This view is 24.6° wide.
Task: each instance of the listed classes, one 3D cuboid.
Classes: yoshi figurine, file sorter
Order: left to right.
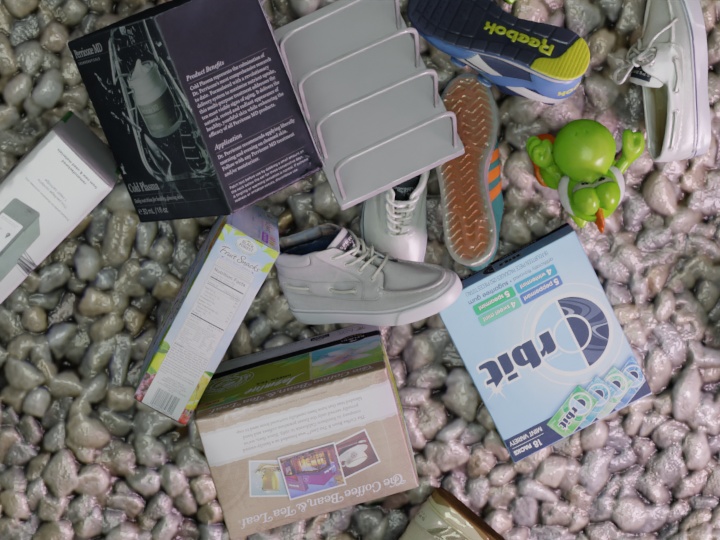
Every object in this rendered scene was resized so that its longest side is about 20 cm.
[{"bbox_3d":[-0.002,-0.192,1.616,0.137,0.125,0.202,-24,75,-2],"label":"file sorter"},{"bbox_3d":[0.222,-0.113,1.647,0.112,0.200,0.113,39,99,-10],"label":"yoshi figurine"}]

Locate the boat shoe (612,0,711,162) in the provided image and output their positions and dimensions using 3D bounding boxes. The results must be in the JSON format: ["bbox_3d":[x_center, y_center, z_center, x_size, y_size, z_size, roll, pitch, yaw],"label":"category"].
[{"bbox_3d":[0.302,-0.208,1.692,0.085,0.075,0.204,-14,110,-17],"label":"boat shoe"}]

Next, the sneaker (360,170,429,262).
[{"bbox_3d":[0.036,-0.073,1.713,0.072,0.071,0.203,-1,103,-2],"label":"sneaker"}]

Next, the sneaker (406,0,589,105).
[{"bbox_3d":[0.135,-0.224,1.681,0.198,0.082,0.074,28,69,14],"label":"sneaker"}]

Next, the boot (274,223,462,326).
[{"bbox_3d":[0.000,0.000,1.688,0.198,0.074,0.096,-6,126,26],"label":"boot"}]

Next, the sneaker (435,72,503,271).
[{"bbox_3d":[0.112,-0.100,1.718,0.070,0.080,0.203,-1,83,9],"label":"sneaker"}]

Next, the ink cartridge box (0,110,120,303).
[{"bbox_3d":[-0.339,-0.054,1.664,0.200,0.146,0.084,-44,102,8],"label":"ink cartridge box"}]

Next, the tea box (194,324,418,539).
[{"bbox_3d":[-0.055,0.159,1.697,0.198,0.197,0.135,-16,103,0],"label":"tea box"}]

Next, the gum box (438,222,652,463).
[{"bbox_3d":[0.193,0.079,1.768,0.168,0.045,0.202,-27,103,3],"label":"gum box"}]

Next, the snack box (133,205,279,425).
[{"bbox_3d":[-0.154,0.035,1.679,0.067,0.169,0.202,26,101,-8],"label":"snack box"}]

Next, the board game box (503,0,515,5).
[{"bbox_3d":[0.188,-0.376,1.665,0.200,0.048,0.102,-43,101,7],"label":"board game box"}]

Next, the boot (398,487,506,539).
[{"bbox_3d":[0.107,0.357,1.813,0.200,0.072,0.155,43,97,-5],"label":"boot"}]

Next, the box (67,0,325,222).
[{"bbox_3d":[-0.162,-0.162,1.607,0.123,0.199,0.199,-27,104,-31],"label":"box"}]
